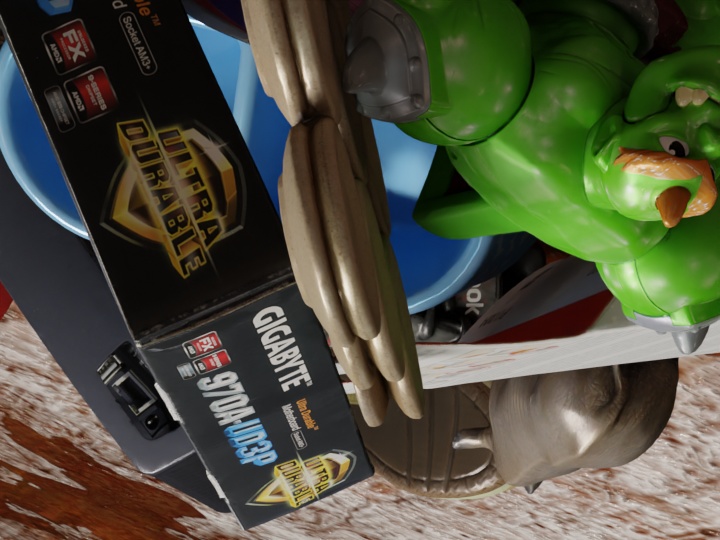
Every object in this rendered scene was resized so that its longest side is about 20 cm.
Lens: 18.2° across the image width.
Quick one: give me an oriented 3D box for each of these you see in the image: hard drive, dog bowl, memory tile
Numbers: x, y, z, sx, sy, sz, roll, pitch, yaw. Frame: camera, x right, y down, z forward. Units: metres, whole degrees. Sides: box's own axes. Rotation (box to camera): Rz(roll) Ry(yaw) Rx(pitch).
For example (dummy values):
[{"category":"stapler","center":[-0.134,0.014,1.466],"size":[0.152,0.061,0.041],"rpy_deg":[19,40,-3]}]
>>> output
[{"category":"hard drive","center":[-0.107,0.011,0.928],"size":[0.200,0.042,0.135],"rpy_deg":[54,-178,20]},{"category":"dog bowl","center":[-0.033,-0.047,0.759],"size":[0.200,0.112,0.050],"rpy_deg":[15,-154,12]},{"category":"memory tile","center":[-0.015,-0.067,0.560],"size":[0.017,0.200,0.153],"rpy_deg":[-12,166,5]}]

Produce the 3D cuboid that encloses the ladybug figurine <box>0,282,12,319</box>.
[{"category":"ladybug figurine","center":[-0.200,-0.030,1.007],"size":[0.136,0.072,0.200],"rpy_deg":[65,-177,13]}]

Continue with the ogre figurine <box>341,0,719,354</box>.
[{"category":"ogre figurine","center":[0.067,-0.060,0.577],"size":[0.098,0.120,0.200],"rpy_deg":[13,161,33]}]

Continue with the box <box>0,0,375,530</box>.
[{"category":"box","center":[-0.062,-0.043,0.622],"size":[0.159,0.046,0.200],"rpy_deg":[75,171,-66]}]

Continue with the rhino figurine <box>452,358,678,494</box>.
[{"category":"rhino figurine","center":[0.086,0.051,0.959],"size":[0.060,0.088,0.200],"rpy_deg":[27,164,-6]}]

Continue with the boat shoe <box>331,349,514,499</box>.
[{"category":"boat shoe","center":[0.032,0.078,1.187],"size":[0.076,0.072,0.200],"rpy_deg":[19,178,-40]}]

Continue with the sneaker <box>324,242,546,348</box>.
[{"category":"sneaker","center":[0.000,0.000,0.892],"size":[0.098,0.071,0.200],"rpy_deg":[-5,172,42]}]

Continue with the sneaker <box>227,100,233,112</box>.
[{"category":"sneaker","center":[-0.040,-0.054,0.829],"size":[0.200,0.077,0.078],"rpy_deg":[18,161,17]}]

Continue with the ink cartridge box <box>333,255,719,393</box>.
[{"category":"ink cartridge box","center":[0.071,0.006,0.741],"size":[0.200,0.047,0.160],"rpy_deg":[-5,173,-18]}]

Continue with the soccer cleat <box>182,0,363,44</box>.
[{"category":"soccer cleat","center":[0.020,-0.081,0.673],"size":[0.200,0.068,0.073],"rpy_deg":[24,168,13]}]
